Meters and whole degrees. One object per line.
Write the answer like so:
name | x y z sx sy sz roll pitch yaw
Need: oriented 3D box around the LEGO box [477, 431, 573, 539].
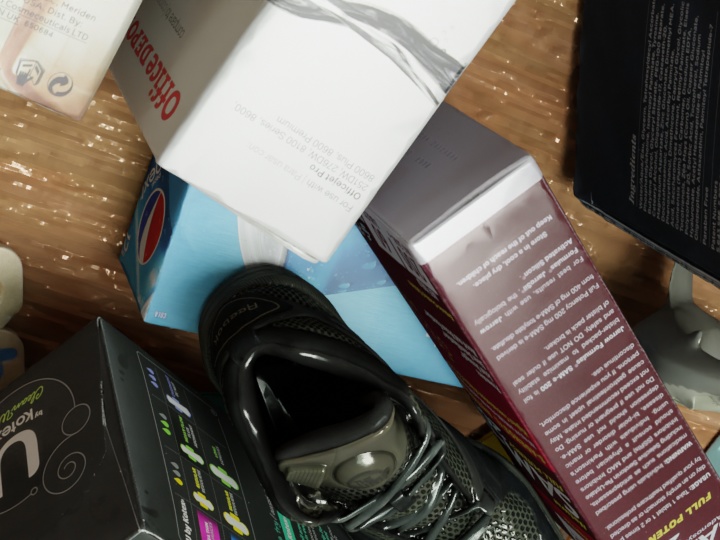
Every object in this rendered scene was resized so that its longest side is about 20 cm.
LEGO box | 0.056 0.167 0.874 0.200 0.149 0.077 -33 123 0

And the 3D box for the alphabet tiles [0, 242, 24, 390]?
alphabet tiles | -0.241 0.049 0.794 0.195 0.015 0.200 -6 116 -22

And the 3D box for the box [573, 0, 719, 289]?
box | 0.220 -0.066 0.784 0.200 0.197 0.124 -4 105 -17

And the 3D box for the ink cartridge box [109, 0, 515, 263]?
ink cartridge box | -0.005 -0.123 0.721 0.084 0.145 0.200 31 101 -26

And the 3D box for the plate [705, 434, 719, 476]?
plate | 0.261 0.139 0.999 0.200 0.026 0.201 -7 117 -15

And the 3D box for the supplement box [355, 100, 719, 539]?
supplement box | 0.072 0.032 0.765 0.061 0.109 0.200 -37 116 -5

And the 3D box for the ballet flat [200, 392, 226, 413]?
ballet flat | -0.103 0.095 0.838 0.200 0.068 0.072 3 126 -25

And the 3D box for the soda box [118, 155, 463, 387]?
soda box | 0.000 0.000 0.827 0.200 0.064 0.068 13 110 -23

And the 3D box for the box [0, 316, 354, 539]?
box | -0.088 0.146 0.764 0.148 0.124 0.200 -37 130 14

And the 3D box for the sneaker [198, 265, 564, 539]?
sneaker | 0.014 0.089 0.750 0.076 0.114 0.199 -41 106 6

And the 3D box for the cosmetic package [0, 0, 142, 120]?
cosmetic package | -0.105 -0.172 0.691 0.087 0.103 0.200 22 108 -27

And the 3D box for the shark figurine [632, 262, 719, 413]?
shark figurine | 0.156 0.025 0.849 0.128 0.214 0.090 13 89 5
